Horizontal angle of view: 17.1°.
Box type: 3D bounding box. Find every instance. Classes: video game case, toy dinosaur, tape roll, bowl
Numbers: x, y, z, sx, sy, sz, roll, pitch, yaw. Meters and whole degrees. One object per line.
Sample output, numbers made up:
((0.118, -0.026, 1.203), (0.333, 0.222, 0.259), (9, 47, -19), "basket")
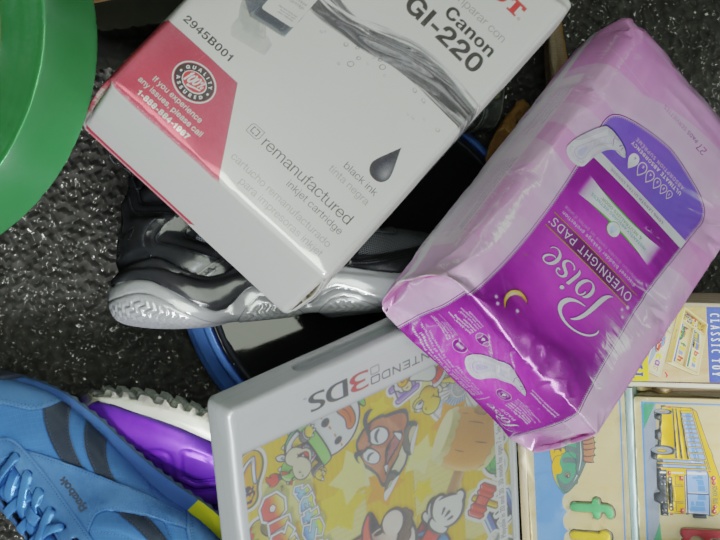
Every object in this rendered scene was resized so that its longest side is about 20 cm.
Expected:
((0.008, 0.121, 1.243), (0.182, 0.023, 0.200), (-23, 124, -31), "video game case")
((0.113, -0.082, 1.332), (0.060, 0.106, 0.200), (-12, 96, 27), "toy dinosaur")
((-0.226, -0.105, 1.189), (0.200, 0.048, 0.201), (-4, 82, 28), "tape roll")
((0.000, 0.000, 1.314), (0.200, 0.039, 0.201), (0, 89, -11), "bowl")

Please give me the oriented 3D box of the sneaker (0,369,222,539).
((-0.150, 0.124, 1.237), (0.200, 0.066, 0.078), (35, 40, 11), "sneaker")

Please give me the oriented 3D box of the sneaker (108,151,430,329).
((-0.035, -0.032, 1.249), (0.200, 0.075, 0.114), (-5, 87, -14), "sneaker")

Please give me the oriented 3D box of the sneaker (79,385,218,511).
((-0.070, 0.135, 1.284), (0.200, 0.070, 0.100), (26, 87, -9), "sneaker")

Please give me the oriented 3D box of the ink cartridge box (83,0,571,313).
((-0.015, -0.103, 1.192), (0.146, 0.085, 0.200), (42, 69, -3), "ink cartridge box")

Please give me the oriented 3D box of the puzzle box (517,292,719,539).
((0.151, 0.110, 1.295), (0.133, 0.025, 0.200), (0, 102, 20), "puzzle box")

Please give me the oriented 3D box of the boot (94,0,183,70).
((-0.166, -0.175, 1.279), (0.200, 0.077, 0.138), (-1, 69, -1), "boot")

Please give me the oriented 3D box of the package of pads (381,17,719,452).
((0.112, -0.019, 1.217), (0.121, 0.076, 0.200), (44, 62, -11), "package of pads")

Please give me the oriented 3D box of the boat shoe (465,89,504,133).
((0.039, -0.166, 1.312), (0.071, 0.072, 0.200), (9, 74, -44), "boat shoe")
